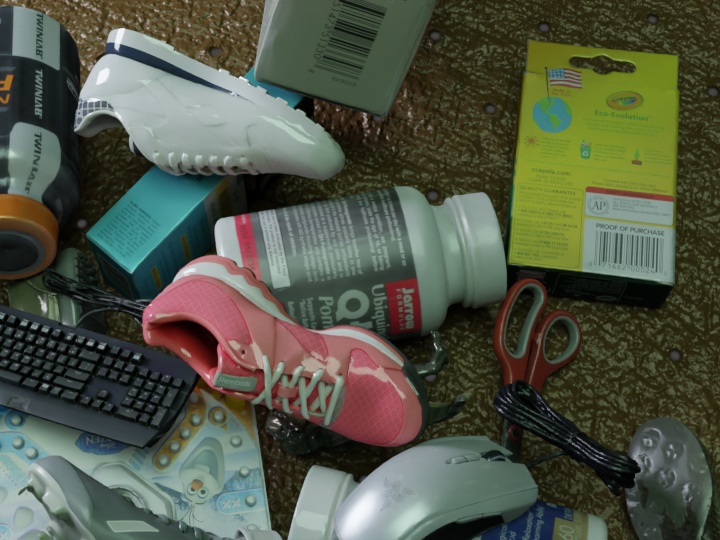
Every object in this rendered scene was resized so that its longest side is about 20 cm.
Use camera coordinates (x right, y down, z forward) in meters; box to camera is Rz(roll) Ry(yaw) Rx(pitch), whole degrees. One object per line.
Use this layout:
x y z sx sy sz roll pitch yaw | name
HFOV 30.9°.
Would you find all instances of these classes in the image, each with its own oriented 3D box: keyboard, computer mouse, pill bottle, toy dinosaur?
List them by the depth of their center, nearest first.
0.073 0.128 0.812 0.199 0.044 0.110 -19 45 -34 | computer mouse
0.054 0.192 0.854 0.198 0.111 0.112 14 66 6 | pill bottle
-0.200 0.046 0.874 0.199 0.021 0.127 15 44 12 | keyboard
0.022 0.089 0.901 0.048 0.199 0.088 57 45 -13 | toy dinosaur
0.000 0.000 0.941 0.198 0.111 0.111 -11 66 -4 | pill bottle
-0.260 -0.092 0.964 0.105 0.107 0.201 -8 54 -4 | pill bottle

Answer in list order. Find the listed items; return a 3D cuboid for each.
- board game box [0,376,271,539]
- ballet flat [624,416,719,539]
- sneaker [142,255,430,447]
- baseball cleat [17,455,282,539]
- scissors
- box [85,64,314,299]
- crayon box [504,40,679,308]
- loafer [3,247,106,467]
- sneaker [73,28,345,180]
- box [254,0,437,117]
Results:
-0.158 0.159 0.840 0.198 0.026 0.201 -6 67 -10 | board game box
0.232 0.198 0.893 0.067 0.046 0.201 -26 58 22 | ballet flat
-0.054 0.066 0.826 0.199 0.074 0.087 26 29 17 | sneaker
-0.112 0.175 0.796 0.106 0.070 0.200 -40 86 -28 | baseball cleat
0.106 0.102 0.935 0.073 0.014 0.201 32 69 -22 | scissors
-0.116 -0.065 0.986 0.049 0.082 0.200 37 71 14 | box
0.181 -0.077 1.008 0.126 0.051 0.201 7 67 3 | crayon box
-0.219 0.084 0.932 0.069 0.075 0.201 -12 63 9 | loafer
-0.106 -0.098 0.925 0.199 0.076 0.081 23 79 14 | sneaker
-0.007 -0.235 0.993 0.108 0.128 0.201 15 43 -11 | box
